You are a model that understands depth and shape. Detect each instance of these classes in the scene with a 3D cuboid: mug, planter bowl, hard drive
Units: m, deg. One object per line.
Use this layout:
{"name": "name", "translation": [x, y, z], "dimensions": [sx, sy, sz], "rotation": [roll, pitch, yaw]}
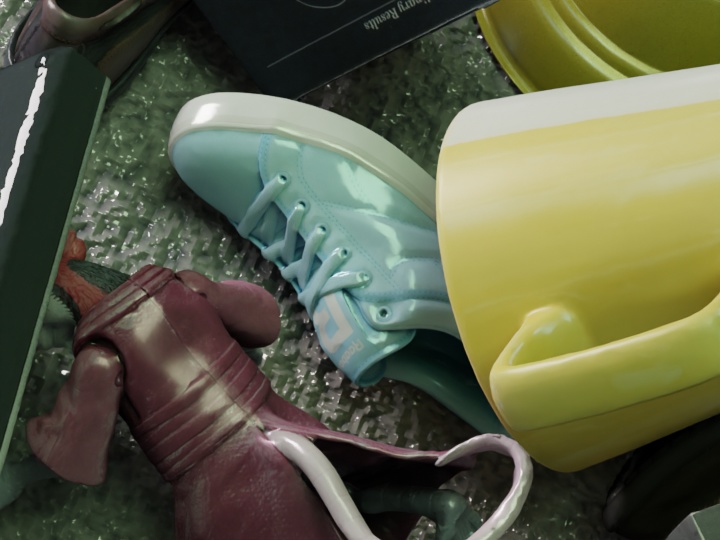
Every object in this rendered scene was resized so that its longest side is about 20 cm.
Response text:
{"name": "mug", "translation": [0.128, 0.003, 0.814], "dimensions": [0.150, 0.152, 0.188], "rotation": [48, 37, -41]}
{"name": "planter bowl", "translation": [0.157, -0.151, 1.037], "dimensions": [0.198, 0.084, 0.202], "rotation": [9, 57, -14]}
{"name": "hard drive", "translation": [-0.170, 0.019, 0.792], "dimensions": [0.033, 0.139, 0.201], "rotation": [39, 47, -36]}

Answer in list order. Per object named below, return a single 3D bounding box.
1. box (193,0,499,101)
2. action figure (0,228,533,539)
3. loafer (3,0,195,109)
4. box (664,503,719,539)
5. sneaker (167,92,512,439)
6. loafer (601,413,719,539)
{"name": "box", "translation": [-0.023, -0.195, 0.912], "dimensions": [0.201, 0.148, 0.107], "rotation": [54, 44, -16]}
{"name": "action figure", "translation": [-0.059, 0.060, 0.803], "dimensions": [0.200, 0.149, 0.134], "rotation": [48, 62, -4]}
{"name": "loafer", "translation": [-0.094, -0.152, 0.962], "dimensions": [0.071, 0.063, 0.201], "rotation": [27, 55, -1]}
{"name": "box", "translation": [0.185, 0.118, 0.838], "dimensions": [0.199, 0.158, 0.050], "rotation": [-15, 65, -27]}
{"name": "sneaker", "translation": [0.000, 0.000, 0.896], "dimensions": [0.199, 0.074, 0.082], "rotation": [29, 50, 0]}
{"name": "loafer", "translation": [0.188, 0.064, 0.873], "dimensions": [0.072, 0.199, 0.073], "rotation": [56, 16, -2]}
